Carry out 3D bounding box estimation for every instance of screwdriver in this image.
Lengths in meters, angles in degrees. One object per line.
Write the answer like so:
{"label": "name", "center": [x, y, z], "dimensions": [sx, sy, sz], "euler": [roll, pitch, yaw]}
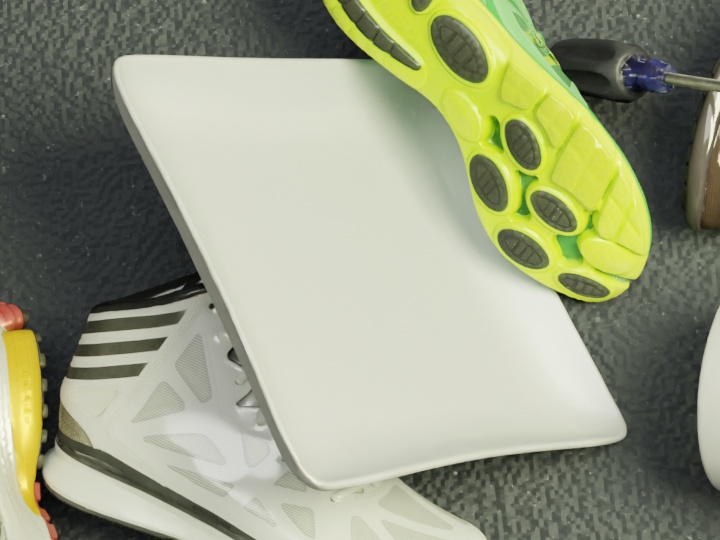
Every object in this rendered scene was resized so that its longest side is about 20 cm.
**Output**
{"label": "screwdriver", "center": [0.140, -0.076, 1.023], "dimensions": [0.028, 0.029, 0.200], "euler": [-54, 32, -10]}

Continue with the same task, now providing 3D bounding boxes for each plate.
{"label": "plate", "center": [0.000, 0.000, 1.017], "dimensions": [0.032, 0.199, 0.200], "euler": [-41, 66, 36]}

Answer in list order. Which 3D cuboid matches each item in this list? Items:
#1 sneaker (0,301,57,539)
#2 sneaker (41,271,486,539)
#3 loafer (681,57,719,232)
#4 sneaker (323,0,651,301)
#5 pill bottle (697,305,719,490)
{"label": "sneaker", "center": [-0.176, 0.108, 1.018], "dimensions": [0.082, 0.078, 0.201], "euler": [7, 60, -33]}
{"label": "sneaker", "center": [-0.033, 0.063, 1.006], "dimensions": [0.199, 0.076, 0.116], "euler": [17, 109, 14]}
{"label": "loafer", "center": [0.205, -0.096, 1.062], "dimensions": [0.071, 0.073, 0.201], "euler": [29, 77, 15]}
{"label": "sneaker", "center": [0.066, -0.079, 1.067], "dimensions": [0.074, 0.084, 0.201], "euler": [-37, 88, 31]}
{"label": "pill bottle", "center": [0.242, 0.057, 0.964], "dimensions": [0.199, 0.120, 0.120], "euler": [7, 70, 29]}
